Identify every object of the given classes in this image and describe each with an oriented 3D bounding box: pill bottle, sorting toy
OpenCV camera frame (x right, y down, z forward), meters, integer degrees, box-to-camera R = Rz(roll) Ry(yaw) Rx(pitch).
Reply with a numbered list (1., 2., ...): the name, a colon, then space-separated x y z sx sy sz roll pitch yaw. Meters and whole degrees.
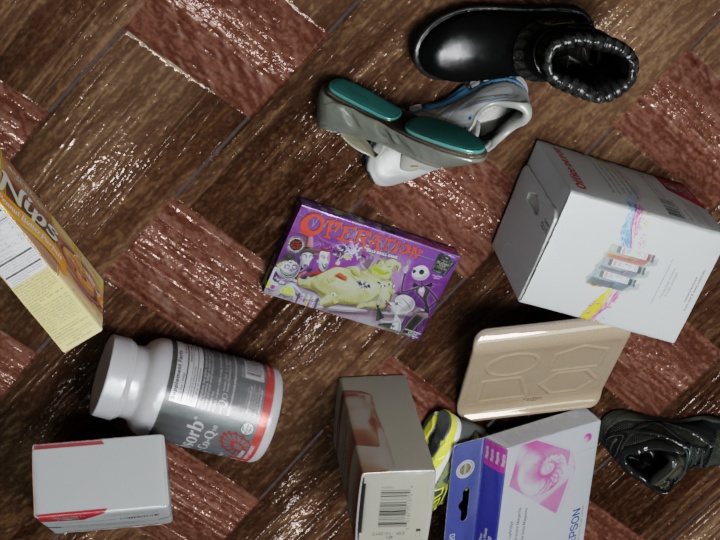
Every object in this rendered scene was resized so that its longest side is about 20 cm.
1. pill bottle: -0.199 0.143 1.607 0.200 0.116 0.116 16 114 -17
2. sorting toy: 0.212 0.112 1.674 0.185 0.037 0.200 -6 148 -7

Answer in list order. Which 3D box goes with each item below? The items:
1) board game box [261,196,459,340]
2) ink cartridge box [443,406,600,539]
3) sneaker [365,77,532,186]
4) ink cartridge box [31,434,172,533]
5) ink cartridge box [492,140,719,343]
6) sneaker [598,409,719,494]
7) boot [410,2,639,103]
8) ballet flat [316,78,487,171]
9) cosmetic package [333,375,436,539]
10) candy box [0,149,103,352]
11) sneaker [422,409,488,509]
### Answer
1. board game box: 0.000 0.000 1.616 0.200 0.032 0.120 17 109 -17
2. ink cartridge box: 0.201 0.282 1.755 0.200 0.043 0.197 -14 122 -27
3. sneaker: 0.096 -0.146 1.522 0.200 0.087 0.075 -30 120 8
4. ink cartridge box: -0.289 0.245 1.600 0.144 0.200 0.084 -4 75 -8
5. ink cartridge box: 0.273 -0.033 1.576 0.200 0.145 0.145 16 114 -16
6. sneaker: 0.405 0.233 1.760 0.199 0.114 0.076 8 118 -16
7. boot: 0.166 -0.221 1.451 0.211 0.158 0.080 -10 119 -4
8. ballet flat: 0.041 -0.140 1.488 0.200 0.067 0.064 26 123 19
9. cosmetic package: 0.024 0.216 1.635 0.087 0.200 0.104 0 116 -8
10. candy box: -0.350 -0.023 1.493 0.055 0.115 0.200 -31 118 6
11. sneaker: 0.096 0.267 1.746 0.085 0.075 0.200 16 117 -23
